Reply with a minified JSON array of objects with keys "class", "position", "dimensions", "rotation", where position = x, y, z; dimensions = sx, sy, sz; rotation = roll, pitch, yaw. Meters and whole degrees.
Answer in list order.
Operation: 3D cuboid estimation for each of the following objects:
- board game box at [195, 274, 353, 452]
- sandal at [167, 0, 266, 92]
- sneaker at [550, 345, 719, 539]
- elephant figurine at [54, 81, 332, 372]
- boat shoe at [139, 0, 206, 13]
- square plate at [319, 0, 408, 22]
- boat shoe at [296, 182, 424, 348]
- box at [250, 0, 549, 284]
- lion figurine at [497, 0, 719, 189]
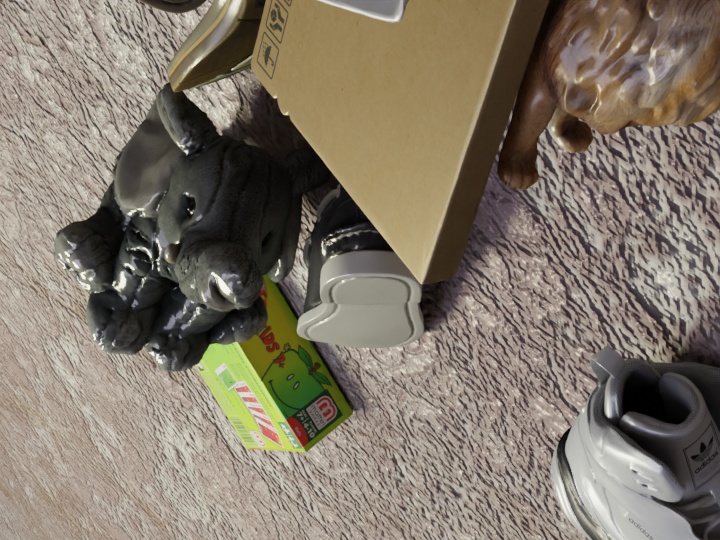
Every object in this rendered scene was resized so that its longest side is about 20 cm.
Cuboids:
[{"class":"board game box","position":[-0.093,0.028,1.127],"dimensions":[0.201,0.047,0.101],"rotation":[59,154,-11]},{"class":"sandal","position":[-0.049,-0.149,0.802],"dimensions":[0.054,0.080,0.200],"rotation":[65,155,13]},{"class":"sneaker","position":[0.167,0.120,0.753],"dimensions":[0.200,0.075,0.115],"rotation":[44,156,28]},{"class":"elephant figurine","position":[-0.076,-0.033,0.905],"dimensions":[0.200,0.140,0.156],"rotation":[-43,69,55]},{"class":"boat shoe","position":[-0.148,-0.227,0.890],"dimensions":[0.200,0.072,0.068],"rotation":[47,-163,-12]},{"class":"square plate","position":[-0.026,-0.213,0.646],"dimensions":[0.198,0.028,0.202],"rotation":[27,120,52]},{"class":"boat shoe","position":[0.000,0.000,0.913],"dimensions":[0.200,0.073,0.061],"rotation":[90,180,-75]},{"class":"box","position":[0.018,-0.122,0.646],"dimensions":[0.164,0.021,0.201],"rotation":[53,138,40]},{"class":"lion figurine","position":[0.066,-0.117,0.639],"dimensions":[0.200,0.072,0.123],"rotation":[49,144,23]}]
